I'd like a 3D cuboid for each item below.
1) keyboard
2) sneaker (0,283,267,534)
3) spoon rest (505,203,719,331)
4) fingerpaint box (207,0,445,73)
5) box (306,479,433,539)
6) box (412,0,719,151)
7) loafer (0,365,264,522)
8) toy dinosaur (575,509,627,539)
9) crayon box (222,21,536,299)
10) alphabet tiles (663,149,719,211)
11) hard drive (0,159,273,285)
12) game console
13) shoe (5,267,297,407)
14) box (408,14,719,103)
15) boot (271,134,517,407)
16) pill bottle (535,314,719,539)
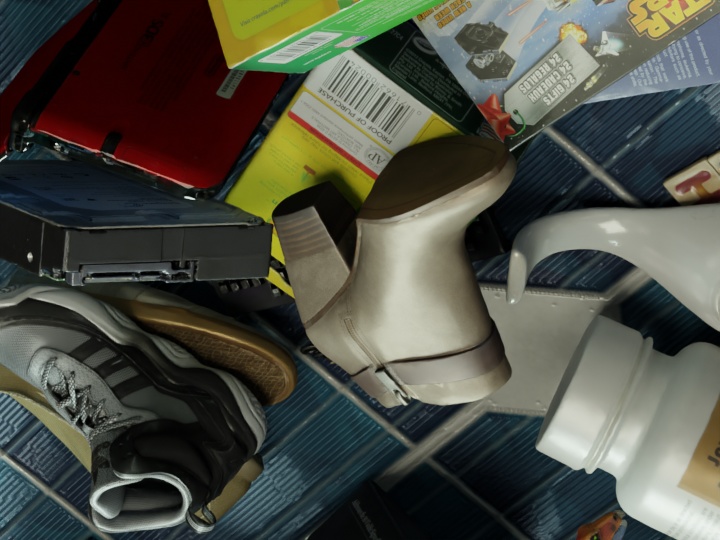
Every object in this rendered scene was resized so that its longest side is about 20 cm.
[{"bbox_3d":[0.000,0.000,1.738,0.199,0.021,0.127,-13,120,29],"label":"keyboard"},{"bbox_3d":[-0.161,0.088,1.735,0.199,0.114,0.076,26,134,-3],"label":"sneaker"},{"bbox_3d":[0.185,-0.004,1.641,0.199,0.061,0.100,6,130,0],"label":"spoon rest"},{"bbox_3d":[0.001,-0.218,1.487,0.200,0.073,0.168,-25,77,33],"label":"fingerpaint box"},{"bbox_3d":[-0.007,0.263,1.773,0.197,0.200,0.124,-46,106,3],"label":"box"},{"bbox_3d":[0.118,-0.171,1.504,0.200,0.040,0.137,-33,97,32],"label":"box"},{"bbox_3d":[-0.162,0.107,1.833,0.199,0.076,0.068,24,86,2],"label":"loafer"},{"bbox_3d":[0.224,0.200,1.726,0.181,0.200,0.105,-2,114,-16],"label":"toy dinosaur"},{"bbox_3d":[0.003,-0.054,1.648,0.127,0.051,0.200,37,136,-2],"label":"crayon box"},{"bbox_3d":[0.275,-0.020,1.625,0.200,0.006,0.166,-30,111,36],"label":"alphabet tiles"},{"bbox_3d":[-0.160,-0.031,1.647,0.200,0.139,0.038,22,110,53],"label":"hard drive"},{"bbox_3d":[-0.137,-0.087,1.605,0.172,0.200,0.119,20,130,6],"label":"game console"},{"bbox_3d":[-0.131,0.033,1.792,0.199,0.053,0.070,16,135,7],"label":"shoe"},{"bbox_3d":[0.123,-0.150,1.568,0.199,0.032,0.121,-7,123,27],"label":"box"},{"bbox_3d":[0.042,0.008,1.592,0.200,0.070,0.146,-10,121,46],"label":"boot"},{"bbox_3d":[0.211,0.108,1.676,0.199,0.115,0.115,25,130,1],"label":"pill bottle"}]
